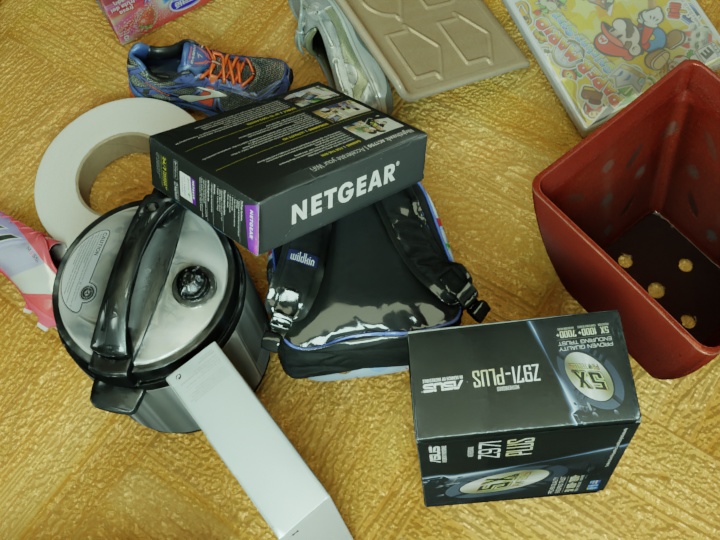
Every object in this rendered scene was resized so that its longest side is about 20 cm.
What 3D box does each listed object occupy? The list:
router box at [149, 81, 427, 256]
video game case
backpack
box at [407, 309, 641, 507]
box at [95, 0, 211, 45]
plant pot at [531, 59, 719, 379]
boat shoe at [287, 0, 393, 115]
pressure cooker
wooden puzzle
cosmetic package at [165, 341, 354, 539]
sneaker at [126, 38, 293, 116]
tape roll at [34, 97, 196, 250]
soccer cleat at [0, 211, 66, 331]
[{"bbox_3d":[-0.060,-0.097,0.771,0.198,0.052,0.148,-27,44,-37],"label":"router box"},{"bbox_3d":[0.276,-0.270,0.978,0.179,0.023,0.203,-26,71,0],"label":"video game case"},{"bbox_3d":[0.000,0.000,0.823,0.195,0.155,0.194,-4,61,-8],"label":"backpack"},{"bbox_3d":[0.123,0.120,0.720,0.160,0.201,0.088,-5,62,3],"label":"box"},{"bbox_3d":[-0.233,-0.377,1.071,0.198,0.095,0.103,-30,64,-10],"label":"box"},{"bbox_3d":[0.279,-0.020,0.789,0.199,0.177,0.200,-36,65,-13],"label":"plant pot"},{"bbox_3d":[-0.034,-0.244,0.996,0.064,0.075,0.204,-26,70,-13],"label":"boat shoe"},{"bbox_3d":[-0.175,0.034,0.796,0.176,0.201,0.177,-29,64,-9],"label":"pressure cooker"},{"bbox_3d":[0.067,-0.267,0.982,0.197,0.046,0.187,-19,67,-33],"label":"wooden puzzle"},{"bbox_3d":[-0.073,0.162,0.720,0.051,0.201,0.151,-34,65,-11],"label":"cosmetic package"},{"bbox_3d":[-0.172,-0.215,0.991,0.195,0.079,0.077,0,63,6],"label":"sneaker"},{"bbox_3d":[-0.250,-0.095,0.962,0.198,0.037,0.207,-2,63,4],"label":"tape roll"},{"bbox_3d":[-0.346,-0.020,0.912,0.199,0.067,0.077,41,94,18],"label":"soccer cleat"}]
